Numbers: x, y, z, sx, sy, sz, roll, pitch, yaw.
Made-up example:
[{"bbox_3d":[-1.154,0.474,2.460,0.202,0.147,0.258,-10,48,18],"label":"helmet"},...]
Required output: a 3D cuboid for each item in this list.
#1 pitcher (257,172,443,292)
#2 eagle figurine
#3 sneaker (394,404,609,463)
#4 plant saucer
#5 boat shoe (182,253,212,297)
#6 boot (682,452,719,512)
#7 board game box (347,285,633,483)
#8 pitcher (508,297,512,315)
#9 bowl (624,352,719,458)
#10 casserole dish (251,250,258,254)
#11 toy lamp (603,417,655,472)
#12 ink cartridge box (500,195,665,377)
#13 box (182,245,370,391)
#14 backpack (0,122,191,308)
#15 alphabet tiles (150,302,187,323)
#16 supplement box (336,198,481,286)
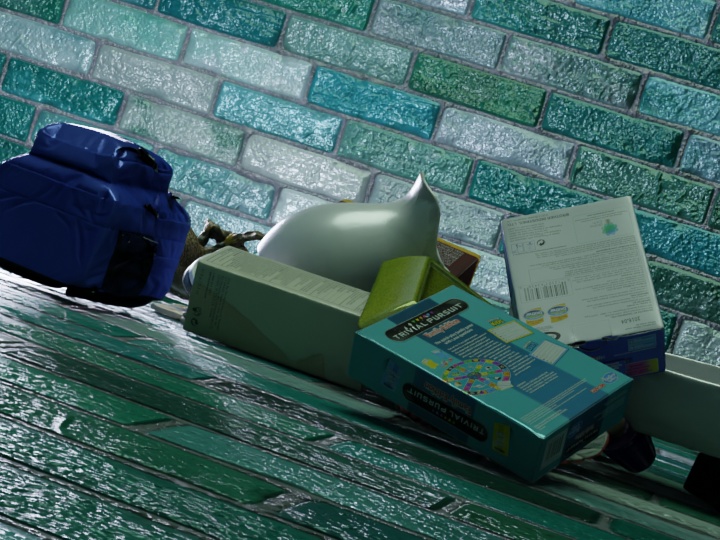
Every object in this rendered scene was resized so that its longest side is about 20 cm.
[{"bbox_3d":[0.000,0.000,1.755,0.198,0.173,0.121,-19,31,-2],"label":"pitcher"},{"bbox_3d":[-0.246,-0.021,2.070,0.199,0.152,0.152,-22,-15,-40],"label":"eagle figurine"},{"bbox_3d":[0.136,0.124,1.471,0.198,0.083,0.078,19,1,0],"label":"sneaker"},{"bbox_3d":[0.101,0.065,1.596,0.199,0.048,0.200,37,21,-5],"label":"plant saucer"},{"bbox_3d":[-0.162,0.026,1.845,0.061,0.073,0.200,-28,-9,17],"label":"boat shoe"},{"bbox_3d":[0.423,0.223,1.606,0.163,0.066,0.200,10,-5,22],"label":"boot"},{"bbox_3d":[0.112,0.093,1.385,0.199,0.047,0.150,28,32,30],"label":"board game box"},{"bbox_3d":[0.214,0.077,1.962,0.171,0.202,0.121,17,0,39],"label":"pitcher"},{"bbox_3d":[0.351,0.139,1.593,0.199,0.075,0.199,17,5,22],"label":"bowl"},{"bbox_3d":[-0.045,0.040,1.822,0.199,0.039,0.121,25,47,10],"label":"casserole dish"},{"bbox_3d":[0.237,0.129,1.630,0.200,0.058,0.058,49,-12,-22],"label":"toy lamp"},{"bbox_3d":[0.214,0.036,1.533,0.135,0.201,0.077,-10,-41,5],"label":"ink cartridge box"},{"bbox_3d":[-0.069,0.047,1.625,0.198,0.078,0.095,19,15,14],"label":"box"},{"bbox_3d":[-0.258,-0.050,1.609,0.162,0.169,0.200,25,0,22],"label":"backpack"},{"bbox_3d":[-0.128,0.067,1.764,0.194,0.015,0.200,18,2,10],"label":"alphabet tiles"},{"bbox_3d":[0.020,0.020,1.959,0.196,0.134,0.200,23,14,9],"label":"supplement box"}]
